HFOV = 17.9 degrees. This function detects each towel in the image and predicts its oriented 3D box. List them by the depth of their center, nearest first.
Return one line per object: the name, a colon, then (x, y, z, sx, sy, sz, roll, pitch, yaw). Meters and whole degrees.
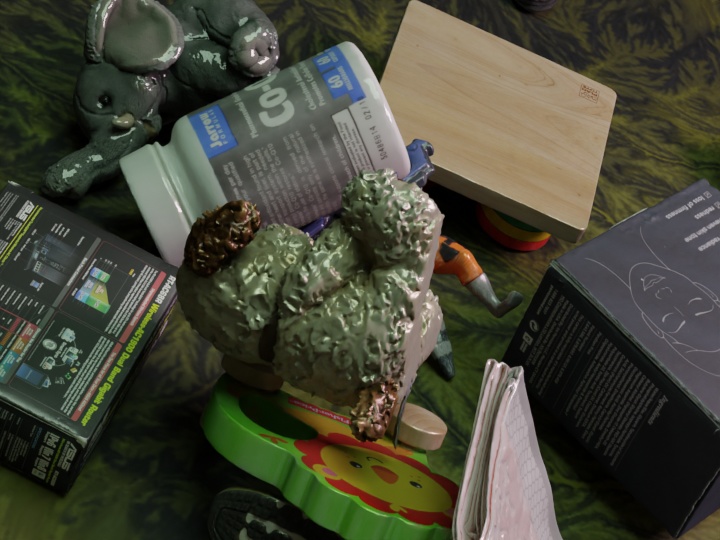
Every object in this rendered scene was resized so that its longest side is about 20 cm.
towel: (0.101, 0.193, 1.533, 0.032, 0.201, 0.192, -3, 38, 16)

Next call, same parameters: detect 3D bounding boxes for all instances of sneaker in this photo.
sneaker: (-0.012, 0.197, 1.570, 0.199, 0.077, 0.089, 24, 16, -6)

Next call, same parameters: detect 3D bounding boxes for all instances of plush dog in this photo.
plush dog: (-0.043, 0.028, 1.542, 0.170, 0.201, 0.161, 15, 61, 11)

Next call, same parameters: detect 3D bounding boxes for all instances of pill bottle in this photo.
pill bottle: (-0.073, -0.082, 1.716, 0.199, 0.114, 0.114, -25, 56, -4)

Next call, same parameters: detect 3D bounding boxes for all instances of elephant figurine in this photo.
elephant figurine: (-0.168, -0.152, 1.795, 0.198, 0.143, 0.155, -8, 21, -14)

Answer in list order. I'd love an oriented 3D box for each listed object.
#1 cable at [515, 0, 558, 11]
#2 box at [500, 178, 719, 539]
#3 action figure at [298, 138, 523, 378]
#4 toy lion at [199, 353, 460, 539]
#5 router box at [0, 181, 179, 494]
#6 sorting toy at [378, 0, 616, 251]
cable: (0.198, -0.316, 2.203, 0.097, 0.051, 0.200, 40, 41, 15)
box: (0.252, 0.063, 1.743, 0.199, 0.124, 0.197, -26, 61, -40)
action figure: (0.000, 0.000, 1.770, 0.199, 0.105, 0.194, -30, 55, -16)
toy lion: (-0.013, 0.135, 1.561, 0.198, 0.069, 0.192, 21, 15, -6)
router box: (-0.226, 0.043, 1.601, 0.149, 0.062, 0.201, 27, 41, 1)
sorting toy: (0.101, -0.111, 1.928, 0.199, 0.070, 0.200, 24, 41, -4)
